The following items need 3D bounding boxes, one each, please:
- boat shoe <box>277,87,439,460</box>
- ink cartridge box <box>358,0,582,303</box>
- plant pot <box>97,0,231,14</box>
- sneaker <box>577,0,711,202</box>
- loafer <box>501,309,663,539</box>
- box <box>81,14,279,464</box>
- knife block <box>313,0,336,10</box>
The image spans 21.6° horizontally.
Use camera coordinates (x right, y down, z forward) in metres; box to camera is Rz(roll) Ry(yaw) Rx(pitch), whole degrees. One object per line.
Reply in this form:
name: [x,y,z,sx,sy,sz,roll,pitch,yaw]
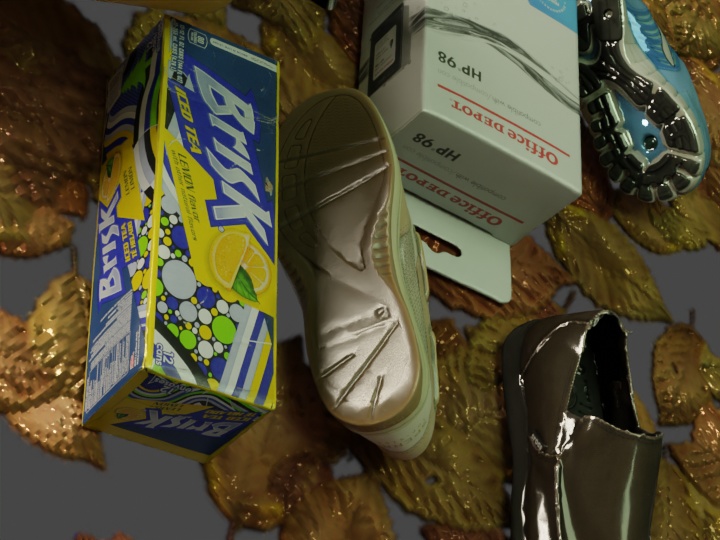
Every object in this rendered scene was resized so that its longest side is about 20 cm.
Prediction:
boat shoe: [0.000,0.000,0.953,0.065,0.072,0.201,55,19,-57]
ink cartridge box: [0.062,-0.095,1.061,0.115,0.067,0.201,25,49,-27]
plant pot: [-0.135,-0.206,0.864,0.188,0.201,0.202,17,53,-29]
sneaker: [0.157,-0.132,1.181,0.090,0.078,0.201,-6,69,-63]
loafer: [0.119,0.105,0.972,0.073,0.071,0.201,11,56,-35]
box: [-0.082,-0.017,0.888,0.070,0.064,0.201,20,52,-29]
knife block: [-0.053,-0.243,1.039,0.175,0.064,0.201,5,58,-24]
